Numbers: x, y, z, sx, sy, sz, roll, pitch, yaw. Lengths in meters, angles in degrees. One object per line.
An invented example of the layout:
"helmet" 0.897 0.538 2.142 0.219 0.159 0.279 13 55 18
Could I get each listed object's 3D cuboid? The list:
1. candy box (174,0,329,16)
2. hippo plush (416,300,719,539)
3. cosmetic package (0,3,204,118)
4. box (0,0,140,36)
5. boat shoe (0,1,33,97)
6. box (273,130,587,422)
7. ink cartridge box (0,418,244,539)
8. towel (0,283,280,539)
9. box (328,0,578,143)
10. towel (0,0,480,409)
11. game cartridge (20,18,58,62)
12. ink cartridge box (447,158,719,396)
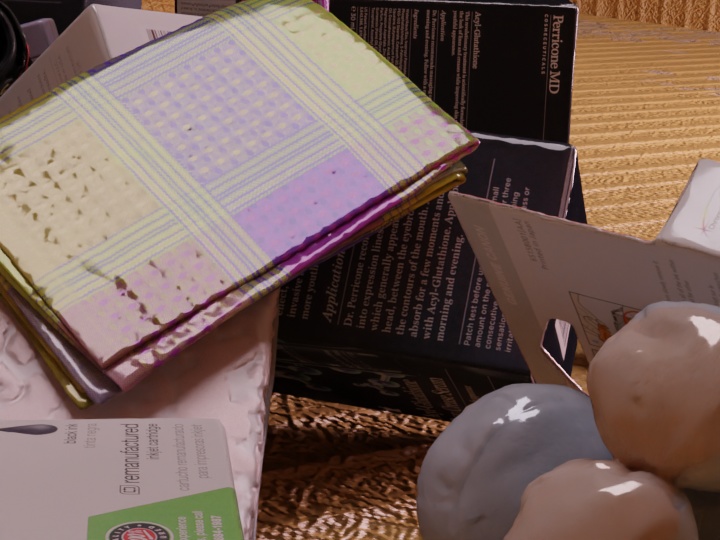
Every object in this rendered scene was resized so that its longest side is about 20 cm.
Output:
"candy box" -0.045 -0.076 1.065 0.061 0.201 0.136 13 18 42
"hippo plush" 0.107 0.064 0.575 0.199 0.160 0.161 -5 15 -25
"cosmetic package" -0.147 -0.054 0.916 0.101 0.071 0.200 -2 -25 -45
"box" -0.228 -0.100 1.114 0.148 0.201 0.107 5 14 11
"boat shoe" -0.208 -0.106 0.911 0.063 0.074 0.201 3 -18 20
"box" 0.000 0.000 0.812 0.199 0.107 0.148 9 -14 13
"ink cartridge box" -0.136 0.106 0.523 0.199 0.084 0.146 0 14 -8
"towel" -0.128 0.041 0.683 0.190 0.032 0.201 4 52 2
"box" 0.050 -0.060 1.014 0.141 0.201 0.079 3 13 4
"towel" -0.068 -0.039 0.712 0.200 0.023 0.144 -33 60 -24
"game cartridge" -0.261 -0.063 1.040 0.199 0.130 0.038 -15 6 8
"ink cartridge box" 0.141 0.035 0.653 0.173 0.200 0.044 18 62 34
